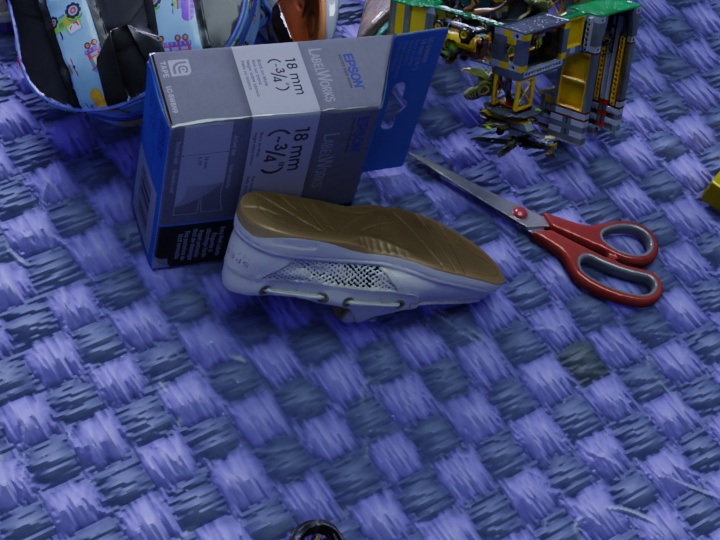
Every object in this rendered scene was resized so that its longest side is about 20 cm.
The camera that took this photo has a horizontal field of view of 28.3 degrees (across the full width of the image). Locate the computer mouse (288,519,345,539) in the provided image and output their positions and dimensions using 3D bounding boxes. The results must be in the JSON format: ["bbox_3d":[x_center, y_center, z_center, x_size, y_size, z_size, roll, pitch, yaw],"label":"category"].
[{"bbox_3d":[-0.053,0.220,0.781,0.059,0.034,0.200,14,45,18],"label":"computer mouse"}]

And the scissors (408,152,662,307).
[{"bbox_3d":[0.122,-0.030,1.010,0.200,0.014,0.073,20,54,-1],"label":"scissors"}]

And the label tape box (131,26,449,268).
[{"bbox_3d":[-0.040,-0.079,0.924,0.200,0.144,0.063,-8,57,-19],"label":"label tape box"}]

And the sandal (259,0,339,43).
[{"bbox_3d":[-0.070,-0.224,1.068,0.059,0.079,0.207,-4,47,-22],"label":"sandal"}]

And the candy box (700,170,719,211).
[{"bbox_3d":[0.362,-0.032,1.064,0.200,0.026,0.102,36,51,12],"label":"candy box"}]

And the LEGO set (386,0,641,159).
[{"bbox_3d":[0.107,-0.139,1.033,0.154,0.116,0.200,19,28,26],"label":"LEGO set"}]

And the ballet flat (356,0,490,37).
[{"bbox_3d":[0.047,-0.211,1.097,0.067,0.068,0.200,41,45,21],"label":"ballet flat"}]

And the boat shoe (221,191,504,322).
[{"bbox_3d":[0.000,0.000,0.930,0.200,0.069,0.071,11,28,-29],"label":"boat shoe"}]

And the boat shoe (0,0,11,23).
[{"bbox_3d":[-0.290,-0.264,1.047,0.072,0.065,0.200,-18,61,-25],"label":"boat shoe"}]

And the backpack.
[{"bbox_3d":[-0.145,-0.186,0.962,0.182,0.135,0.200,-19,67,8],"label":"backpack"}]
